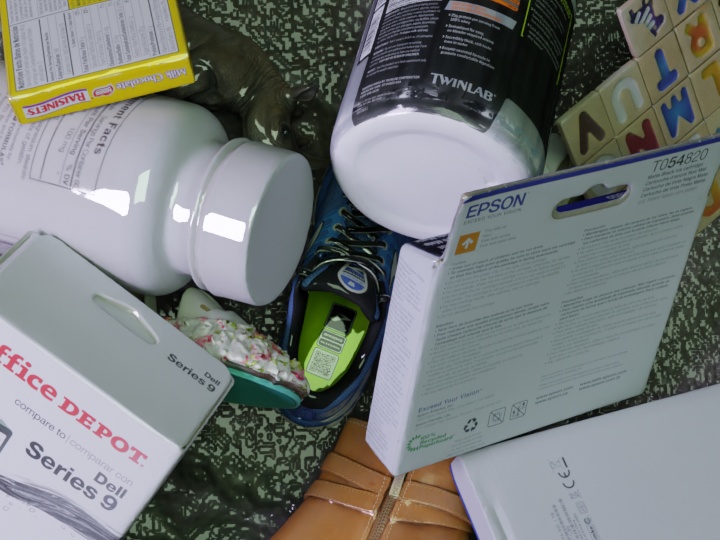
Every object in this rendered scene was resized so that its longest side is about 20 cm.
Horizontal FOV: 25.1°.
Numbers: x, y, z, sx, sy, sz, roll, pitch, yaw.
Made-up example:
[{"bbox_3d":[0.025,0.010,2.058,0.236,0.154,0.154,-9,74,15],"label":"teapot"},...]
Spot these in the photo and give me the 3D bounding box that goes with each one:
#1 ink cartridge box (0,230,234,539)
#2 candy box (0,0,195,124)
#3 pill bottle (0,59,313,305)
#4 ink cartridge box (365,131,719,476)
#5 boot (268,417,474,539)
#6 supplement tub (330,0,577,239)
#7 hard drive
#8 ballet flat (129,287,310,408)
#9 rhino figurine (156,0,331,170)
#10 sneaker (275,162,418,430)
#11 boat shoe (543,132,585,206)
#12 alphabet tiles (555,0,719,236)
[{"bbox_3d":[-0.187,0.100,0.912,0.146,0.084,0.200,36,121,-2],"label":"ink cartridge box"},{"bbox_3d":[-0.161,-0.168,0.950,0.102,0.026,0.200,-15,48,-1],"label":"candy box"},{"bbox_3d":[-0.135,-0.048,0.933,0.200,0.114,0.114,15,84,18],"label":"pill bottle"},{"bbox_3d":[0.105,0.010,0.927,0.200,0.200,0.041,-14,43,-31],"label":"ink cartridge box"},{"bbox_3d":[-0.029,0.161,0.982,0.200,0.077,0.155,13,75,10],"label":"boot"},{"bbox_3d":[0.061,-0.126,0.957,0.122,0.123,0.200,19,55,-4],"label":"supplement tub"},{"bbox_3d":[0.169,0.149,0.977,0.200,0.025,0.132,-12,64,-22],"label":"hard drive"},{"bbox_3d":[-0.122,0.039,0.956,0.200,0.076,0.064,4,67,18],"label":"ballet flat"},{"bbox_3d":[-0.102,-0.120,0.998,0.200,0.060,0.087,31,60,-4],"label":"rhino figurine"},{"bbox_3d":[0.000,0.000,0.987,0.079,0.089,0.200,16,82,-5],"label":"sneaker"},{"bbox_3d":[0.078,0.005,1.009,0.068,0.075,0.200,30,91,25],"label":"boat shoe"},{"bbox_3d":[0.205,-0.107,0.992,0.200,0.008,0.167,-39,124,-20],"label":"alphabet tiles"}]
